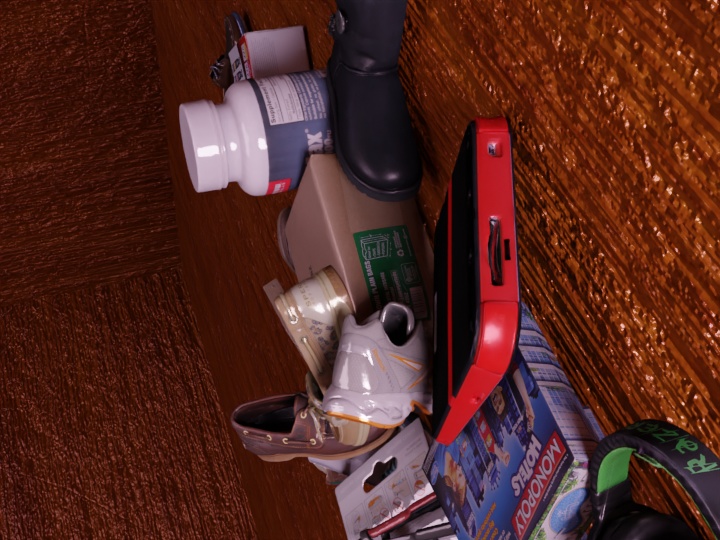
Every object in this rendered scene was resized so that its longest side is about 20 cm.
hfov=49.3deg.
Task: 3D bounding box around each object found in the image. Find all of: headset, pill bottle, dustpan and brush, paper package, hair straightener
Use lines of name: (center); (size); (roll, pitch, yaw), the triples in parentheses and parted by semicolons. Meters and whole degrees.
headset: (0.167, 0.185, 0.429); (0.123, 0.092, 0.204); (-153, 46, -68)
pill bottle: (-0.086, -0.145, 0.834); (0.119, 0.196, 0.122); (168, 90, -73)
dustpan and brush: (-0.004, 0.185, 0.986); (0.057, 0.137, 0.202); (-53, 20, 42)
paper package: (0.000, 0.000, 0.822); (0.191, 0.101, 0.204); (122, 134, -66)
hair straightener: (0.049, 0.263, 0.741); (0.199, 0.040, 0.078); (-36, 58, 31)

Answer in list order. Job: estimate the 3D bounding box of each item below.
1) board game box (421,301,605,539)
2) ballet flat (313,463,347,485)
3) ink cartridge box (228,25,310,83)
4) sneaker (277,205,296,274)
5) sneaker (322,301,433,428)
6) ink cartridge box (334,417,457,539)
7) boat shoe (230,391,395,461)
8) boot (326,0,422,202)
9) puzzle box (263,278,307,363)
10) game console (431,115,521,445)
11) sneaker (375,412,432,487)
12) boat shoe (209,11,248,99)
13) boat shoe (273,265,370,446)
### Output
board game box: (0.122, 0.160, 0.569); (0.202, 0.060, 0.203); (-110, 27, -47)
ballet flat: (-0.062, 0.259, 1.246); (0.201, 0.066, 0.069); (-125, 28, -52)
ink cartridge box: (-0.119, -0.213, 1.087); (0.175, 0.082, 0.205); (-169, 67, -72)
sneaker: (-0.053, -0.001, 1.074); (0.075, 0.069, 0.204); (-28, 81, 58)
sneaker: (0.043, 0.074, 0.672); (0.074, 0.199, 0.094); (9, 93, 28)
ink cartridge box: (0.059, 0.279, 0.798); (0.160, 0.047, 0.203); (-46, 49, 33)
boat shoe: (-0.057, 0.167, 0.868); (0.071, 0.197, 0.071); (56, -149, -32)
boot: (0.012, -0.187, 0.701); (0.170, 0.075, 0.203); (97, 161, -55)
puzzle box: (-0.068, 0.118, 1.114); (0.202, 0.025, 0.133); (62, 174, -33)
game console: (0.081, 0.007, 0.588); (0.178, 0.030, 0.204); (99, 176, -58)
sneaker: (0.049, 0.252, 0.859); (0.078, 0.085, 0.204); (-135, 37, -60)
boat shoe: (-0.218, -0.332, 1.339); (0.072, 0.071, 0.204); (-141, 42, -63)
boat shoe: (-0.033, 0.086, 0.703); (0.073, 0.062, 0.203); (-129, 24, -50)
